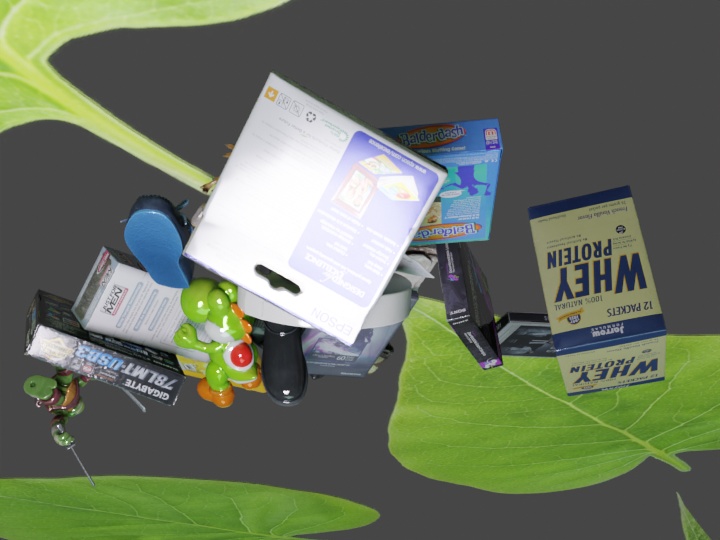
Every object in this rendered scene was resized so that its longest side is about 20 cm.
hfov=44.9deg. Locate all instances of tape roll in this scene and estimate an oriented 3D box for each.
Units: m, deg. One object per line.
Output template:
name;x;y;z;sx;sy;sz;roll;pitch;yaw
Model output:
tape roll;-0.041;0.024;0.987;0.200;0.037;0.203;5;-169;-1

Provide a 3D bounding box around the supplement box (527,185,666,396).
supplement box;0.312;0.034;1.150;0.133;0.202;0.200;-12;153;13

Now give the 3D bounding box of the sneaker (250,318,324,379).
sneaker;-0.116;0.122;1.368;0.066;0.091;0.199;-26;147;34

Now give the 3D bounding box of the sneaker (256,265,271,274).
sneaker;-0.035;-0.046;0.928;0.198;0.091;0.067;-13;-166;6

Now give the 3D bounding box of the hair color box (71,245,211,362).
hair color box;-0.274;0.049;1.180;0.199;0.061;0.100;23;99;-44

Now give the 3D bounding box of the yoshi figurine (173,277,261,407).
yoshi figurine;-0.192;0.082;1.175;0.111;0.113;0.201;1;132;-2

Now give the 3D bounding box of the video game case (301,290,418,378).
video game case;-0.019;0.091;1.279;0.142;0.019;0.201;7;137;-26

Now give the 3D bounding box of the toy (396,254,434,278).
toy;-0.015;-0.045;1.028;0.198;0.048;0.115;10;168;32

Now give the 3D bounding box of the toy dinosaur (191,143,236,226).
toy dinosaur;-0.114;-0.101;0.988;0.198;0.061;0.106;-12;165;19

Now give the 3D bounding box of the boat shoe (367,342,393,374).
boat shoe;-0.011;0.087;1.355;0.065;0.073;0.200;-36;139;2

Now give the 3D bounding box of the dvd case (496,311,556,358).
dvd case;0.313;0.113;1.501;0.198;0.025;0.151;4;152;-16

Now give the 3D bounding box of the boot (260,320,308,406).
boot;-0.108;0.061;1.142;0.065;0.166;0.201;-6;145;-5

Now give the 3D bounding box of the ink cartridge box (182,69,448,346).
ink cartridge box;-0.045;-0.059;0.863;0.196;0.047;0.201;29;105;-3

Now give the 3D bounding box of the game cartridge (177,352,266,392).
game cartridge;-0.241;0.130;1.367;0.174;0.033;0.200;11;156;12

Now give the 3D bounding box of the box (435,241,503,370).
box;0.148;0.036;1.190;0.036;0.144;0.200;-16;152;17

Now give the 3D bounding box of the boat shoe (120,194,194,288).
boat shoe;-0.241;-0.046;1.050;0.083;0.069;0.200;11;156;-4

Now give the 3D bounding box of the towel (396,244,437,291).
towel;0.000;0.000;1.213;0.198;0.035;0.133;3;151;-14

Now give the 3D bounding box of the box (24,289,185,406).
box;-0.345;0.099;1.170;0.199;0.050;0.198;24;-178;-24

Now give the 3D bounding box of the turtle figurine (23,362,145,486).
turtle figurine;-0.454;0.209;1.429;0.143;0.200;0.195;-35;154;-17

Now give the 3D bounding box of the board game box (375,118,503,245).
board game box;0.082;-0.096;1.024;0.150;0.045;0.201;-4;152;1
